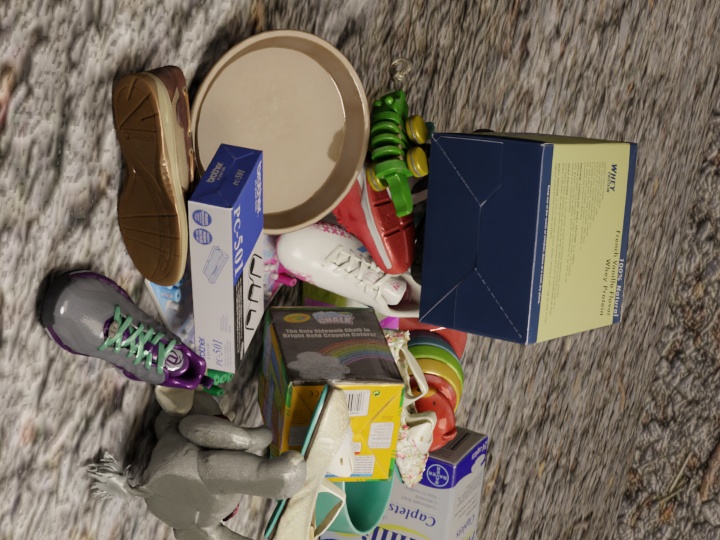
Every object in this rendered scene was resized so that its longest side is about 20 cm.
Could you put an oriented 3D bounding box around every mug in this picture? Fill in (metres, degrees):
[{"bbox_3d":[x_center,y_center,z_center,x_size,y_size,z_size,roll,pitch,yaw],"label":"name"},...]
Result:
[{"bbox_3d":[-0.037,0.213,1.537,0.152,0.114,0.186,23,71,-64],"label":"mug"}]

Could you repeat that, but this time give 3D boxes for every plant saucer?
[{"bbox_3d":[-0.081,-0.135,1.268,0.199,0.029,0.201,-10,109,-30],"label":"plant saucer"}]

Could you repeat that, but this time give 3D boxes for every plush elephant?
[{"bbox_3d":[-0.151,0.181,1.269,0.155,0.199,0.165,-75,180,-56],"label":"plush elephant"}]

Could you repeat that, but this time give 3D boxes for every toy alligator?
[{"bbox_3d":[0.031,-0.150,1.331,0.054,0.059,0.201,40,41,-50],"label":"toy alligator"}]

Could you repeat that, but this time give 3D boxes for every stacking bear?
[{"bbox_3d":[0.080,0.149,1.646,0.200,0.121,0.114,-88,178,-60],"label":"stacking bear"}]

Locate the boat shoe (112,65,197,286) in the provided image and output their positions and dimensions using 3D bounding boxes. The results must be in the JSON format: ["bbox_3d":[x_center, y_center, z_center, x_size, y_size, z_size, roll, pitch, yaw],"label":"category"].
[{"bbox_3d":[-0.172,-0.085,1.161,0.072,0.072,0.201,-36,129,-51],"label":"boat shoe"}]

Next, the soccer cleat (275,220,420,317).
[{"bbox_3d":[0.000,0.000,1.413,0.200,0.086,0.070,24,90,-41],"label":"soccer cleat"}]

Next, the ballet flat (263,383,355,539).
[{"bbox_3d":[-0.037,0.196,1.266,0.068,0.062,0.200,-70,-178,-61],"label":"ballet flat"}]

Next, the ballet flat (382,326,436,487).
[{"bbox_3d":[0.052,0.158,1.511,0.076,0.064,0.201,-52,127,-67],"label":"ballet flat"}]

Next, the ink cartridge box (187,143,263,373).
[{"bbox_3d":[-0.124,-0.009,1.215,0.094,0.044,0.200,-69,166,-49],"label":"ink cartridge box"}]

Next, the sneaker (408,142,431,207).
[{"bbox_3d":[0.036,-0.119,1.428,0.074,0.200,0.080,-43,120,-31],"label":"sneaker"}]

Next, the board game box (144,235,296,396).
[{"bbox_3d":[-0.131,0.002,1.340,0.200,0.026,0.200,-58,150,-32],"label":"board game box"}]

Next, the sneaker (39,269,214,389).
[{"bbox_3d":[-0.200,0.057,1.157,0.075,0.087,0.200,-69,154,-11],"label":"sneaker"}]

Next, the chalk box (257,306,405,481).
[{"bbox_3d":[-0.039,0.118,1.380,0.200,0.124,0.124,-113,-153,-61],"label":"chalk box"}]

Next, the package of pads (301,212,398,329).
[{"bbox_3d":[-0.009,0.011,1.543,0.154,0.068,0.201,-27,125,-57],"label":"package of pads"}]

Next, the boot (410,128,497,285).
[{"bbox_3d":[0.117,-0.056,1.483,0.131,0.068,0.201,84,30,-76],"label":"boot"}]

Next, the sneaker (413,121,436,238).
[{"bbox_3d":[0.076,-0.087,1.519,0.091,0.077,0.200,54,34,-30],"label":"sneaker"}]

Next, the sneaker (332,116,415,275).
[{"bbox_3d":[-0.023,-0.079,1.383,0.078,0.115,0.201,-19,89,-58],"label":"sneaker"}]

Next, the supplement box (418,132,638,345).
[{"bbox_3d":[0.177,-0.041,1.353,0.199,0.134,0.201,-8,105,-51],"label":"supplement box"}]

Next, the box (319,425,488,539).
[{"bbox_3d":[0.054,0.294,1.695,0.105,0.183,0.201,-32,132,-56],"label":"box"}]
